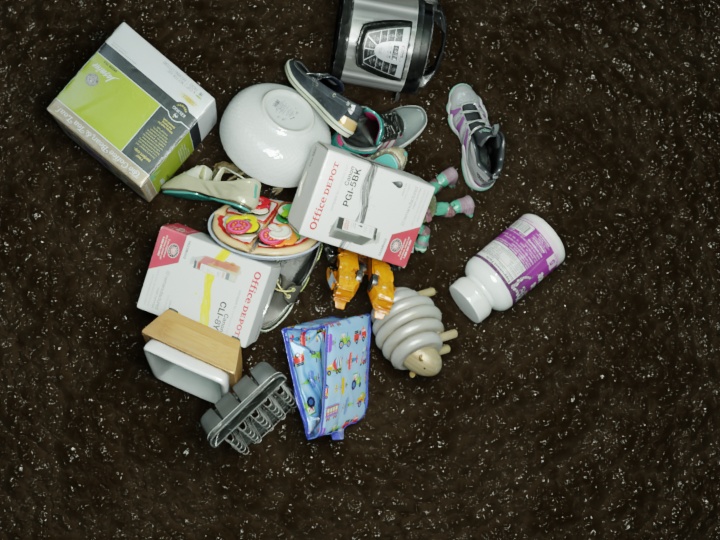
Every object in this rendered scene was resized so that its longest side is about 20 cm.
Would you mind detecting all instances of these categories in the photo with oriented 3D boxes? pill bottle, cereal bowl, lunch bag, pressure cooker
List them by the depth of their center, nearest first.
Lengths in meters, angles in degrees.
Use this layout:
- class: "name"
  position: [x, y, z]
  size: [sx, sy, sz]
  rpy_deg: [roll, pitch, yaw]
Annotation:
- class: "lunch bag"
  position: [-0.043, 0.184, 1.410]
  size: [0.093, 0.150, 0.203]
  rpy_deg: [-6, 91, 30]
- class: "cereal bowl"
  position: [-0.136, -0.245, 1.431]
  size: [0.197, 0.083, 0.202]
  rpy_deg: [14, 54, -20]
- class: "pressure cooker"
  position: [0.052, -0.408, 1.475]
  size: [0.197, 0.176, 0.181]
  rpy_deg: [9, 75, -8]
- class: "pill bottle"
  position: [0.258, 0.000, 1.493]
  size: [0.199, 0.112, 0.113]
  rpy_deg: [-39, 90, -9]

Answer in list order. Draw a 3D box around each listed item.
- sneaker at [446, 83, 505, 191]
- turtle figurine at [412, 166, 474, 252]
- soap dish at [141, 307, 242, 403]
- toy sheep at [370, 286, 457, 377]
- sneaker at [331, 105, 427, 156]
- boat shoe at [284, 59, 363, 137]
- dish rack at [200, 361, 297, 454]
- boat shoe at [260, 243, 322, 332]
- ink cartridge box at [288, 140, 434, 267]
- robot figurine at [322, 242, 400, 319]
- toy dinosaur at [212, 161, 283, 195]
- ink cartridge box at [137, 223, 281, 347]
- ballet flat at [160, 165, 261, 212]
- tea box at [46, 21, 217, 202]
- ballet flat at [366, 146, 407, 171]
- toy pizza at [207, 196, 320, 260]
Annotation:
- class: "sneaker"
  position: [0.216, -0.252, 1.498]
  size: [0.077, 0.140, 0.203]
  rpy_deg: [-16, 87, -9]
- class: "turtle figurine"
  position: [0.099, -0.107, 1.492]
  size: [0.198, 0.101, 0.152]
  rpy_deg: [-23, 94, -18]
- class: "soap dish"
  position: [-0.263, 0.144, 1.356]
  size: [0.156, 0.200, 0.082]
  rpy_deg: [23, 68, 2]
- class: "toy sheep"
  position: [0.083, 0.095, 1.454]
  size: [0.136, 0.139, 0.201]
  rpy_deg: [-23, 59, -10]
- class: "sneaker"
  position: [0.036, -0.253, 1.483]
  size: [0.198, 0.121, 0.085]
  rpy_deg: [-25, 88, -10]
- class: "boat shoe"
  position: [-0.061, -0.309, 1.442]
  size: [0.062, 0.074, 0.200]
  rpy_deg: [-51, 56, 16]
- class: "dish rack"
  position: [-0.169, 0.235, 1.367]
  size: [0.153, 0.200, 0.055]
  rpy_deg: [-42, 62, -8]
- class: "boat shoe"
  position: [-0.130, 0.013, 1.461]
  size: [0.071, 0.061, 0.203]
  rpy_deg: [30, 81, -5]
- class: "ink cartridge box"
  position: [0.000, -0.107, 1.369]
  size: [0.198, 0.083, 0.149]
  rpy_deg: [16, 102, -22]
- class: "robot figurine"
  position: [0.000, 0.000, 1.432]
  size: [0.143, 0.201, 0.059]
  rpy_deg: [16, 117, -11]
- class: "toy dinosaur"
  position: [-0.168, -0.185, 1.466]
  size: [0.197, 0.059, 0.102]
  rpy_deg: [-15, 54, -7]
- class: "ink cartridge box"
  position: [-0.250, 0.024, 1.400]
  size: [0.197, 0.083, 0.147]
  rpy_deg: [20, 96, 4]
- class: "ballet flat"
  position: [-0.252, -0.145, 1.424]
  size: [0.198, 0.069, 0.070]
  rpy_deg: [13, 81, 27]
- class: "tea box"
  position: [-0.378, -0.262, 1.418]
  size: [0.199, 0.134, 0.197]
  rpy_deg: [40, 79, -2]
- class: "ballet flat"
  position: [0.001, -0.163, 1.482]
  size: [0.198, 0.075, 0.068]
  rpy_deg: [-24, 100, 29]
- class: "toy pizza"
  position: [-0.157, -0.080, 1.412]
  size: [0.197, 0.201, 0.032]
  rpy_deg: [4, 122, -8]
